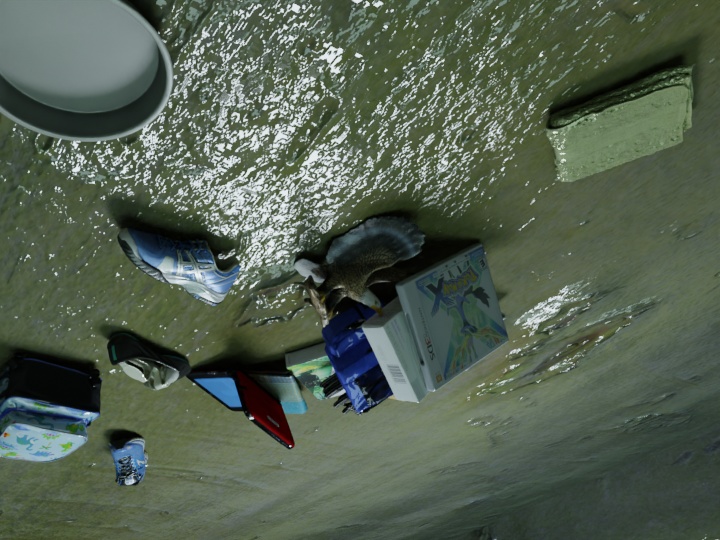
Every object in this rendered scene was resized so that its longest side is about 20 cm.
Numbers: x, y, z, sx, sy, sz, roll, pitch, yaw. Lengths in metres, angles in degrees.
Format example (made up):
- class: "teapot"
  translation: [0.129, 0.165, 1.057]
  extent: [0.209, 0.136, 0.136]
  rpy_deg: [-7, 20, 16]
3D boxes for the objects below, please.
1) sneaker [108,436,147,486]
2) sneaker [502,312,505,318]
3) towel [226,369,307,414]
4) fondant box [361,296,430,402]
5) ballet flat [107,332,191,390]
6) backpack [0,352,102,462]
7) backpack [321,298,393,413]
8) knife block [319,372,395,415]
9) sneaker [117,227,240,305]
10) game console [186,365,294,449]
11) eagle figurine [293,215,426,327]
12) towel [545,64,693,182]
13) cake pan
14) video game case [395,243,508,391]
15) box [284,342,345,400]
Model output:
- class: "sneaker"
  translation: [-0.547, 0.459, 1.555]
  extent: [0.078, 0.089, 0.200]
  rpy_deg: [-8, 146, -8]
- class: "sneaker"
  translation: [0.235, 0.134, 1.324]
  extent: [0.146, 0.081, 0.200]
  rpy_deg: [-21, 140, 20]
- class: "towel"
  translation: [-0.198, 0.262, 1.411]
  extent: [0.146, 0.022, 0.200]
  rpy_deg: [0, 146, 6]
- class: "fondant box"
  translation: [0.112, 0.101, 1.086]
  extent: [0.200, 0.145, 0.058]
  rpy_deg: [-36, -163, -35]
- class: "ballet flat"
  translation: [-0.392, 0.183, 1.214]
  extent: [0.068, 0.069, 0.200]
  rpy_deg: [-25, 144, 19]
- class: "backpack"
  translation: [-0.600, 0.268, 1.207]
  extent: [0.183, 0.147, 0.200]
  rpy_deg: [23, 136, -38]
- class: "backpack"
  translation: [0.043, 0.134, 1.175]
  extent: [0.200, 0.163, 0.168]
  rpy_deg: [-26, 111, -6]
- class: "knife block"
  translation: [0.017, 0.197, 1.328]
  extent: [0.175, 0.200, 0.064]
  rpy_deg: [7, 158, 28]
- class: "sneaker"
  translation: [-0.266, -0.021, 0.967]
  extent: [0.077, 0.076, 0.200]
  rpy_deg: [-48, 137, 11]
- class: "game console"
  translation: [-0.245, 0.288, 1.337]
  extent: [0.119, 0.173, 0.200]
  rpy_deg: [-31, 140, 3]
- class: "eagle figurine"
  translation: [0.005, 0.006, 1.055]
  extent: [0.200, 0.151, 0.152]
  rpy_deg: [-37, -166, -14]
- class: "towel"
  translation: [0.363, -0.201, 0.912]
  extent: [0.200, 0.037, 0.148]
  rpy_deg: [-21, 146, 13]
- class: "cake pan"
  translation: [-0.298, -0.219, 0.679]
  extent: [0.200, 0.037, 0.200]
  rpy_deg: [-8, 146, -5]
- class: "video game case"
  translation: [0.156, 0.072, 1.072]
  extent: [0.200, 0.183, 0.022]
  rpy_deg: [-25, -167, -37]
- class: "box"
  translation: [-0.057, 0.211, 1.389]
  extent: [0.144, 0.036, 0.200]
  rpy_deg: [-18, 144, 9]
